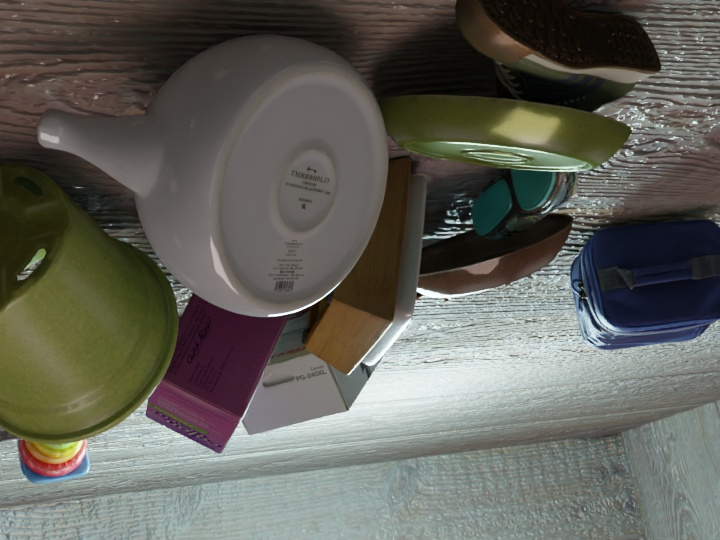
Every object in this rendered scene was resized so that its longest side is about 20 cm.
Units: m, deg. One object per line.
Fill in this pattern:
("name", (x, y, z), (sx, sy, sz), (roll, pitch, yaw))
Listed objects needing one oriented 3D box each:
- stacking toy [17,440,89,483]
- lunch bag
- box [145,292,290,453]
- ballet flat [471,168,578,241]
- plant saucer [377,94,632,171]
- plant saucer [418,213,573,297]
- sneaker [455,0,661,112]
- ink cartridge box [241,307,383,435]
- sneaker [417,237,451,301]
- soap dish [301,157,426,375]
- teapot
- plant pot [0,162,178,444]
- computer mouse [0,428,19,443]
("stacking toy", (-0.473, 0.244, 1.528), (0.108, 0.118, 0.201), (-4, 150, -28))
("lunch bag", (0.355, 0.015, 1.208), (0.196, 0.138, 0.133), (-7, 162, -6))
("box", (-0.138, 0.073, 1.004), (0.095, 0.178, 0.200), (26, 157, -3))
("ballet flat", (0.168, -0.081, 0.926), (0.073, 0.076, 0.200), (-5, 171, -16))
("plant saucer", (0.106, -0.101, 0.747), (0.196, 0.032, 0.200), (7, -179, 0))
("plant saucer", (0.129, -0.012, 1.016), (0.197, 0.037, 0.200), (-17, -171, 3))
("sneaker", (0.124, -0.144, 0.691), (0.198, 0.068, 0.090), (1, 154, -41))
("ink cartridge box", (-0.059, 0.109, 1.200), (0.143, 0.085, 0.200), (-17, -166, 24))
("sneaker", (0.012, 0.021, 1.118), (0.196, 0.086, 0.073), (-10, 164, 5))
("soap dish", (0.000, 0.000, 0.946), (0.080, 0.160, 0.200), (10, 159, -9))
("teapot", (-0.082, -0.072, 0.675), (0.145, 0.198, 0.202), (21, 147, 39))
("plant pot", (-0.271, 0.017, 0.805), (0.197, 0.203, 0.185), (-11, 152, 2))
("computer mouse", (-0.520, 0.216, 1.454), (0.197, 0.044, 0.111), (-9, 129, 19))
